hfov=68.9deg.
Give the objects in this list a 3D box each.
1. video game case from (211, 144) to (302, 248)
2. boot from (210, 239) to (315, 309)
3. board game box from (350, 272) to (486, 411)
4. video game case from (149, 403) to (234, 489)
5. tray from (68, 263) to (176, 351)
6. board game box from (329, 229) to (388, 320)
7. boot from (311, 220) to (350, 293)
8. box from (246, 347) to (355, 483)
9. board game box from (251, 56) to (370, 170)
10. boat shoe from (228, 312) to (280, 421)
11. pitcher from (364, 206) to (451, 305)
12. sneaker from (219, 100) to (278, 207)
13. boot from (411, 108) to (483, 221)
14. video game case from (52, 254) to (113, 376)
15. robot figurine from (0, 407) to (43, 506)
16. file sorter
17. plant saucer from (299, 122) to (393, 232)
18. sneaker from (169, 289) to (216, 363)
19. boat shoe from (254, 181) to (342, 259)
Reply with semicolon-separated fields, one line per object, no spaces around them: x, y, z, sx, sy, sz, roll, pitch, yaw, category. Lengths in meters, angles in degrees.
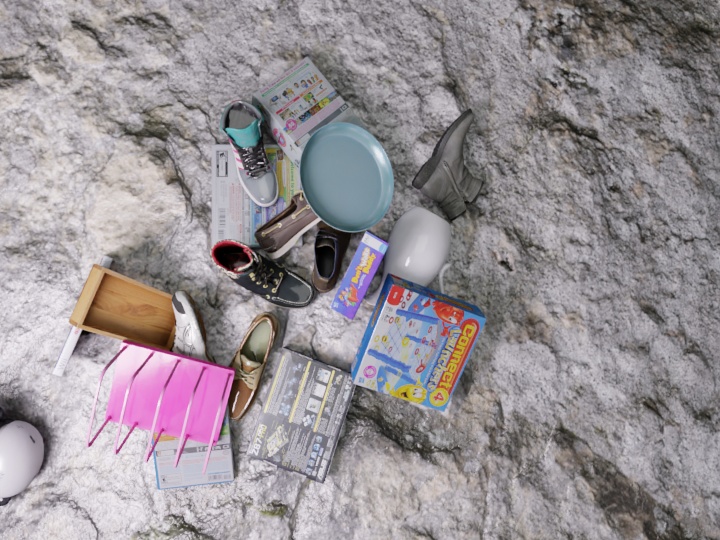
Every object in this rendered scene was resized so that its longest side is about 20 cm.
-0.204;-0.147;1.037;0.175;0.022;0.209;-2;83;-6;video game case
-0.176;0.011;0.953;0.198;0.154;0.076;24;81;-2;boot
0.103;0.136;0.967;0.190;0.056;0.206;18;105;-12;board game box
-0.304;0.290;0.941;0.137;0.018;0.208;-3;103;-6;video game case
-0.389;0.073;0.912;0.036;0.199;0.102;14;77;34;tray
0.000;0.000;0.938;0.044;0.200;0.138;26;95;-1;board game box
-0.052;-0.063;1.005;0.072;0.097;0.208;8;82;-5;boot
-0.108;0.269;0.984;0.156;0.049;0.207;19;81;-5;box
-0.098;-0.292;1.033;0.147;0.064;0.202;-40;90;-21;board game box
-0.209;0.173;0.970;0.073;0.074;0.207;19;81;-3;boat shoe
0.117;0.000;1.010;0.167;0.121;0.205;26;90;-6;pitcher
-0.204;-0.227;0.975;0.081;0.121;0.206;-22;85;-9;sneaker
0.204;-0.213;1.076;0.129;0.068;0.203;35;88;-6;boot
-0.485;0.070;0.920;0.018;0.142;0.206;24;81;-26;video game case
-0.643;0.313;0.883;0.192;0.153;0.128;3;53;-5;robot figurine
-0.321;0.225;0.851;0.193;0.126;0.144;16;100;-10;file sorter
-0.027;-0.172;0.982;0.193;0.027;0.209;4;81;-26;plant saucer
-0.317;0.141;0.944;0.085;0.076;0.208;-15;99;-9;sneaker
-0.114;-0.112;0.990;0.199;0.072;0.060;-44;119;-7;boat shoe
